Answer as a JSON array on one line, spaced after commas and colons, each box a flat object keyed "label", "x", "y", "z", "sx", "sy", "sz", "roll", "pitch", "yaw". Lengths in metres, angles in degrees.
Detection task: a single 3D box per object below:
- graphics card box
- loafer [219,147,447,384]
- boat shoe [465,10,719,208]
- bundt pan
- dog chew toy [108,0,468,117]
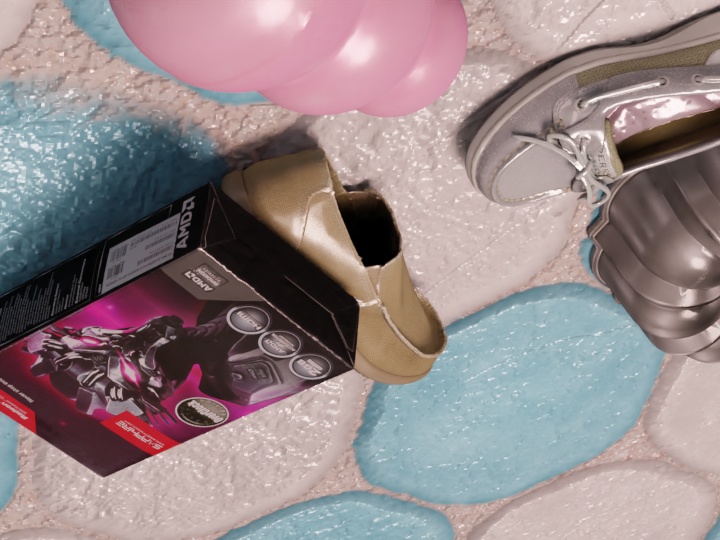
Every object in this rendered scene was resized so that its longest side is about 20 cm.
[{"label": "graphics card box", "x": -0.114, "y": 0.039, "z": 0.944, "sx": 0.200, "sy": 0.051, "sz": 0.125, "roll": -25, "pitch": 131, "yaw": 30}, {"label": "loafer", "x": 0.000, "y": 0.000, "z": 0.980, "sx": 0.067, "sy": 0.076, "sz": 0.200, "roll": -28, "pitch": 140, "yaw": 19}, {"label": "boat shoe", "x": 0.157, "y": -0.083, "z": 0.959, "sx": 0.202, "sy": 0.065, "sz": 0.074, "roll": -20, "pitch": 140, "yaw": 0}, {"label": "bundt pan", "x": 0.246, "y": -0.016, "z": 1.066, "sx": 0.202, "sy": 0.076, "sz": 0.202, "roll": -11, "pitch": 139, "yaw": -10}, {"label": "dog chew toy", "x": -0.023, "y": -0.129, "z": 0.799, "sx": 0.125, "sy": 0.125, "sz": 0.200, "roll": -41, "pitch": 144, "yaw": 23}]
